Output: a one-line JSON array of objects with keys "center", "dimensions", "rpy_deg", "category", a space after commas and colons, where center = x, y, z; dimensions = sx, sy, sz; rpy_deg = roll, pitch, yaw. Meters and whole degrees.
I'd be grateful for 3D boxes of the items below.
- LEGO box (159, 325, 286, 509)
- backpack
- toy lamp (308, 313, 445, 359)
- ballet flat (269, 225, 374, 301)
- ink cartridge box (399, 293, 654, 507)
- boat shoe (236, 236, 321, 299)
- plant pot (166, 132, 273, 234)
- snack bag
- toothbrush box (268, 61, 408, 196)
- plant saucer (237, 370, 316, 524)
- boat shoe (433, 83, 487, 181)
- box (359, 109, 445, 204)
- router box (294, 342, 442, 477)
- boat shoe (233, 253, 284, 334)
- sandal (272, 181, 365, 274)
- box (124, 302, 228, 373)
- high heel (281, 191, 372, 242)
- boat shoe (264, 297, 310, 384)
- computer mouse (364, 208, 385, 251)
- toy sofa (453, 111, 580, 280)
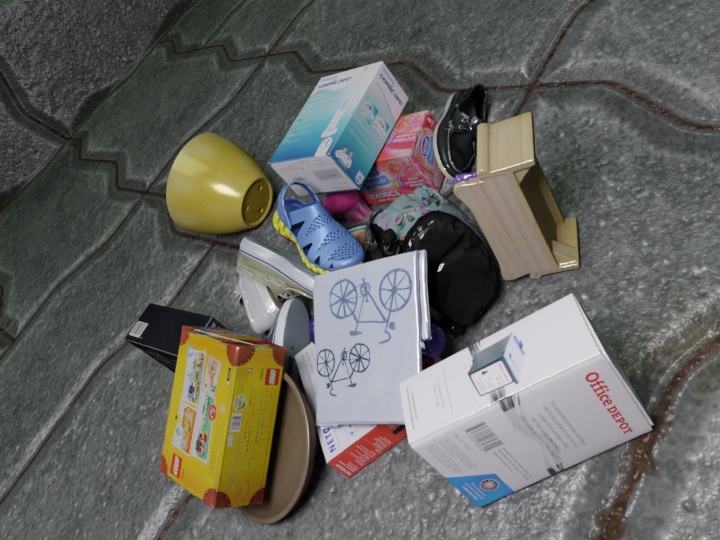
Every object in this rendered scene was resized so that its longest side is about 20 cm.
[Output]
[{"center": [-0.182, 0.185, 0.897], "dimensions": [0.148, 0.077, 0.202], "rpy_deg": [9, 90, 48], "category": "LEGO box"}, {"center": [0.094, -0.030, 0.917], "dimensions": [0.126, 0.167, 0.200], "rpy_deg": [-34, 24, -1], "category": "backpack"}, {"center": [0.019, 0.079, 0.865], "dimensions": [0.199, 0.058, 0.058], "rpy_deg": [4, 58, 44], "category": "toy lamp"}, {"center": [-0.060, -0.002, 1.090], "dimensions": [0.199, 0.068, 0.073], "rpy_deg": [-21, 57, 14], "category": "ballet flat"}, {"center": [0.162, 0.135, 0.683], "dimensions": [0.199, 0.147, 0.086], "rpy_deg": [-31, 37, 16], "category": "ink cartridge box"}, {"center": [-0.111, 0.009, 1.054], "dimensions": [0.199, 0.072, 0.062], "rpy_deg": [27, 105, 33], "category": "boat shoe"}, {"center": [-0.255, -0.152, 1.344], "dimensions": [0.141, 0.200, 0.201], "rpy_deg": [21, 68, 23], "category": "plant pot"}, {"center": [0.010, 0.087, 0.818], "dimensions": [0.188, 0.021, 0.202], "rpy_deg": [-14, 73, 44], "category": "snack bag"}, {"center": [-0.034, -0.225, 1.103], "dimensions": [0.146, 0.085, 0.201], "rpy_deg": [-1, 55, 44], "category": "toothbrush box"}, {"center": [-0.120, 0.224, 0.901], "dimensions": [0.199, 0.029, 0.202], "rpy_deg": [-10, 76, 47], "category": "plant saucer"}, {"center": [0.167, -0.224, 1.081], "dimensions": [0.066, 0.074, 0.200], "rpy_deg": [-27, 29, 40], "category": "boat shoe"}, {"center": [0.042, -0.182, 1.142], "dimensions": [0.199, 0.095, 0.103], "rpy_deg": [-2, 53, 42], "category": "box"}, {"center": [0.014, 0.137, 0.902], "dimensions": [0.179, 0.049, 0.200], "rpy_deg": [-38, 37, 8], "category": "router box"}, {"center": [-0.182, 0.037, 1.177], "dimensions": [0.068, 0.072, 0.200], "rpy_deg": [-40, 46, 4], "category": "boat shoe"}, {"center": [-0.068, -0.065, 1.023], "dimensions": [0.079, 0.088, 0.200], "rpy_deg": [-30, 51, -30], "category": "sandal"}, {"center": [-0.259, 0.128, 1.094], "dimensions": [0.199, 0.141, 0.079], "rpy_deg": [6, 57, 46], "category": "box"}, {"center": [-0.081, -0.104, 1.182], "dimensions": [0.199, 0.096, 0.068], "rpy_deg": [-7, 50, 39], "category": "high heel"}, {"center": [-0.137, 0.133, 1.027], "dimensions": [0.090, 0.071, 0.201], "rpy_deg": [-13, 49, 27], "category": "boat shoe"}, {"center": [0.000, 0.000, 1.038], "dimensions": [0.058, 0.034, 0.201], "rpy_deg": [16, 78, 52], "category": "computer mouse"}, {"center": [0.188, -0.081, 0.821], "dimensions": [0.097, 0.200, 0.083], "rpy_deg": [-13, 47, 27], "category": "toy sofa"}]
